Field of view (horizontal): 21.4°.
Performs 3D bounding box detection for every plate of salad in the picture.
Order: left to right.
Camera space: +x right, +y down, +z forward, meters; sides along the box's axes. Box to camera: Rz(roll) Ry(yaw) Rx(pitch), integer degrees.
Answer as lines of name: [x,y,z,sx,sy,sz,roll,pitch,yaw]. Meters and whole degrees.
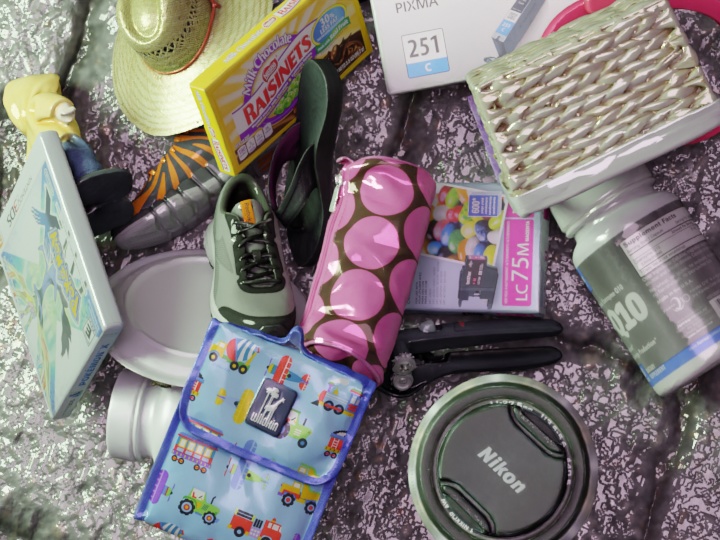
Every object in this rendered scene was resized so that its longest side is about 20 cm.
plate of salad: [-0.144,0.048,1.729,0.198,0.201,0.048,13,128,7]

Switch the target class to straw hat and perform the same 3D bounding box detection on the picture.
straw hat: [-0.179,-0.234,1.757,0.199,0.085,0.203,-15,60,28]

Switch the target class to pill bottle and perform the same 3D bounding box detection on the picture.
pill bottle: [-0.124,0.143,1.730,0.198,0.111,0.112,8,83,7]
pill bottle: [0.261,0.001,1.709,0.113,0.114,0.201,-32,80,1]

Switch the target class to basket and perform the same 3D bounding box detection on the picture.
basket: [0.197,-0.148,1.640,0.198,0.136,0.124,-24,100,4]

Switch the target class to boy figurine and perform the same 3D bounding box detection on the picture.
boy figurine: [-0.276,-0.113,1.775,0.064,0.125,0.200,-17,43,-21]

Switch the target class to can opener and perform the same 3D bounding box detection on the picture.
can opener: [0.089,0.070,1.735,0.198,0.079,0.064,-8,120,-4]

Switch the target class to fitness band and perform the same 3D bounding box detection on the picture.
fitness band: [0.254,-0.182,1.720,0.198,0.037,0.145,-4,104,-1]

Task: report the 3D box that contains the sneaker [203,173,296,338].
sneaker: [-0.101,-0.010,1.708,0.073,0.080,0.201,-2,38,-15]

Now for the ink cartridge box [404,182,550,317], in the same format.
ink cartridge box: [0.073,-0.020,1.755,0.198,0.042,0.121,1,84,18]

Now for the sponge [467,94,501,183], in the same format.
sponge: [0.209,-0.146,1.777,0.198,0.030,0.113,-22,80,4]

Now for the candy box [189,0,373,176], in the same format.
candy box: [-0.070,-0.185,1.740,0.026,0.103,0.200,21,54,39]

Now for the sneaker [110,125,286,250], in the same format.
sneaker: [-0.168,-0.110,1.795,0.199,0.078,0.112,-35,76,-11]

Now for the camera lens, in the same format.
camera lens: [0.126,0.176,1.655,0.158,0.200,0.162,-1,82,6]

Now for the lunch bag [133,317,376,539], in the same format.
lunch bag: [-0.084,0.138,1.621,0.149,0.094,0.202,22,105,-2]

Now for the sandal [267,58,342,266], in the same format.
sandal: [-0.058,-0.098,1.743,0.048,0.075,0.202,-8,120,-26]

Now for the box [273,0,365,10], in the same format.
box: [-0.021,-0.335,1.818,0.198,0.049,0.163,-23,83,3]

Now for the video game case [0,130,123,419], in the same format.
video game case: [-0.277,0.007,1.723,0.022,0.183,0.201,-9,65,-30]

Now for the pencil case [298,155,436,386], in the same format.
pencil case: [0.000,0.000,1.686,0.093,0.091,0.202,22,68,-20]

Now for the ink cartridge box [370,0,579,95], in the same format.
ink cartridge box: [0.106,-0.266,1.756,0.198,0.045,0.178,-10,93,6]
